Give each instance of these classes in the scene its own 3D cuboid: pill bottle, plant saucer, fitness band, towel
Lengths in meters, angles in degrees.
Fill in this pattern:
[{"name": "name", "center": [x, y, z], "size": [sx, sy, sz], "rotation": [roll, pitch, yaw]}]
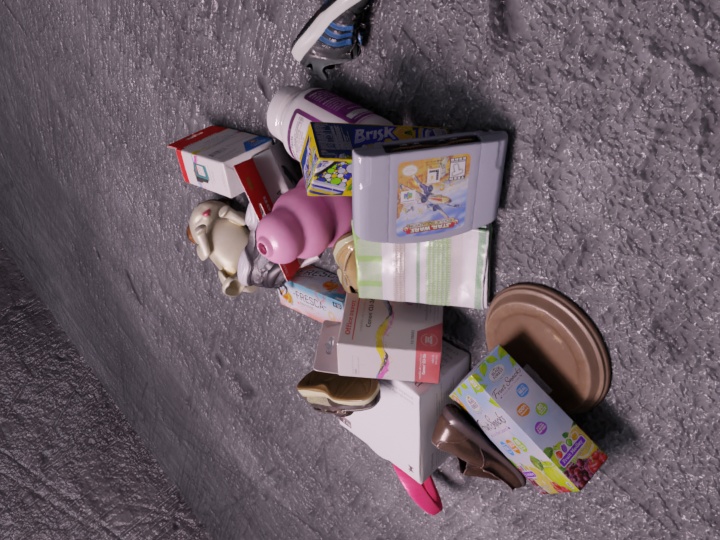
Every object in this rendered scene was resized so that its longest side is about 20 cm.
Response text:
[{"name": "pill bottle", "center": [-0.046, -0.199, 1.033], "size": [0.198, 0.111, 0.115], "rotation": [33, 139, 32]}, {"name": "plant saucer", "center": [0.249, 0.115, 0.970], "size": [0.198, 0.029, 0.204], "rotation": [32, 138, 33]}, {"name": "fitness band", "center": [0.089, 0.353, 1.270], "size": [0.145, 0.037, 0.201], "rotation": [56, -176, -28]}, {"name": "towel", "center": [0.086, -0.011, 0.993], "size": [0.193, 0.031, 0.153], "rotation": [3, 124, 12]}]

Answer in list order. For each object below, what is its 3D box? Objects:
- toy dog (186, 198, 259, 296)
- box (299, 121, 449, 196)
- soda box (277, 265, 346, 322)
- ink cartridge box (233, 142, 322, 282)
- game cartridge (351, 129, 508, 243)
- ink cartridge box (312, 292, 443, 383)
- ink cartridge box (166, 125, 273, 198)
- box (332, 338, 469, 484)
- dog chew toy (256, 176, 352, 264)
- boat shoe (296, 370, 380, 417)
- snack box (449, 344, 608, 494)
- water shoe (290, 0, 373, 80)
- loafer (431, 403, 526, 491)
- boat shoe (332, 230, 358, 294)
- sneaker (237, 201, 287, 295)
[{"name": "toy dog", "center": [-0.264, -0.063, 1.421], "size": [0.200, 0.140, 0.194], "rotation": [46, 180, 15]}, {"name": "box", "center": [0.025, -0.142, 0.908], "size": [0.071, 0.194, 0.066], "rotation": [117, 146, -51]}, {"name": "soda box", "center": [-0.073, 0.046, 1.296], "size": [0.197, 0.063, 0.070], "rotation": [19, 130, 42]}, {"name": "ink cartridge box", "center": [-0.125, -0.102, 1.168], "size": [0.044, 0.177, 0.204], "rotation": [-21, 102, 13]}, {"name": "game cartridge", "center": [0.086, -0.100, 0.879], "size": [0.042, 0.194, 0.136], "rotation": [-114, 18, -55]}, {"name": "ink cartridge box", "center": [0.028, 0.100, 1.079], "size": [0.193, 0.118, 0.069], "rotation": [3, 129, 6]}, {"name": "ink cartridge box", "center": [-0.256, -0.205, 1.293], "size": [0.197, 0.115, 0.069], "rotation": [22, 133, 42]}, {"name": "box", "center": [0.067, 0.203, 1.177], "size": [0.196, 0.129, 0.205], "rotation": [28, 136, 36]}, {"name": "dog chew toy", "center": [-0.081, -0.077, 1.089], "size": [0.123, 0.199, 0.127], "rotation": [25, 133, 30]}, {"name": "boat shoe", "center": [-0.027, 0.198, 1.126], "size": [0.198, 0.073, 0.066], "rotation": [-1, 126, 56]}, {"name": "snack box", "center": [0.226, 0.214, 0.986], "size": [0.200, 0.067, 0.169], "rotation": [47, 165, 12]}, {"name": "water shoe", "center": [-0.018, -0.333, 0.954], "size": [0.078, 0.073, 0.198], "rotation": [37, 150, -20]}, {"name": "loafer", "center": [0.180, 0.284, 1.092], "size": [0.199, 0.071, 0.073], "rotation": [42, -172, -21]}, {"name": "boat shoe", "center": [0.000, 0.000, 1.121], "size": [0.201, 0.070, 0.078], "rotation": [84, 167, -71]}, {"name": "sneaker", "center": [-0.150, -0.057, 1.267], "size": [0.111, 0.075, 0.206], "rotation": [19, 108, 13]}]
